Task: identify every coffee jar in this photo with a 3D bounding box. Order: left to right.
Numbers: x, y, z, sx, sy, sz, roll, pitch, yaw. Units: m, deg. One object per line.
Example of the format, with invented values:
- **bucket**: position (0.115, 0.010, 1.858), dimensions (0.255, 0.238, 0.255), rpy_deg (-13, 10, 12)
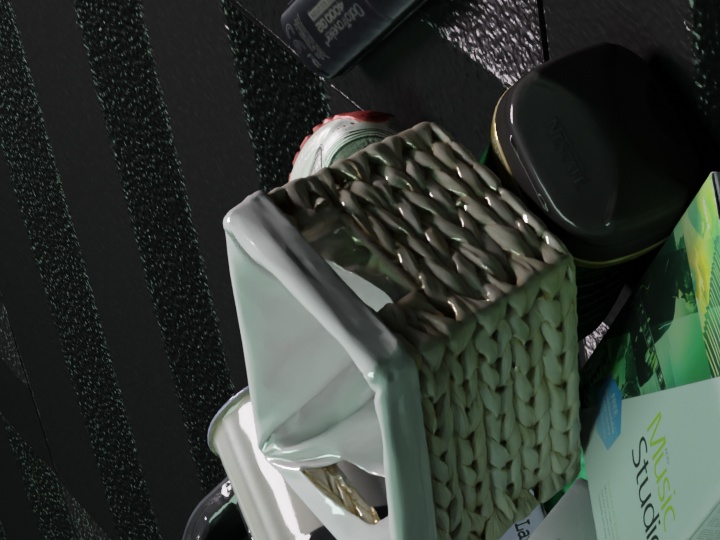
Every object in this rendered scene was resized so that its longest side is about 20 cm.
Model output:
- **coffee jar**: position (0.101, -0.033, 1.451), dimensions (0.104, 0.085, 0.200), rpy_deg (63, 162, 12)

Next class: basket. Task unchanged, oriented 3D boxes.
- **basket**: position (0.025, 0.043, 1.430), dimensions (0.136, 0.123, 0.200), rpy_deg (46, 156, 33)

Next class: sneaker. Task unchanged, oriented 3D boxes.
- **sneaker**: position (0.000, 0.000, 1.695), dimensions (0.082, 0.078, 0.200), rpy_deg (-118, 29, -58)

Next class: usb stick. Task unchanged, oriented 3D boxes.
- **usb stick**: position (-0.001, -0.152, 1.616), dimensions (0.055, 0.033, 0.200), rpy_deg (53, 161, -1)

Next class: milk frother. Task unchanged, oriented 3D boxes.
- **milk frother**: position (-0.052, 0.161, 1.755), dimensions (0.200, 0.180, 0.188), rpy_deg (44, -161, -58)

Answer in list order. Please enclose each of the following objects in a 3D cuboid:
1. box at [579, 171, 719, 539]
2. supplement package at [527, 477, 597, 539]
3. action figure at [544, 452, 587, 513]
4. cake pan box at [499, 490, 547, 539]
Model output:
- **box**: position (0.157, 0.066, 1.383), dimensions (0.200, 0.036, 0.145), rpy_deg (119, 150, -53)
- **supplement package**: position (0.157, 0.220, 1.537), dimensions (0.109, 0.114, 0.200), rpy_deg (32, 169, 42)
- **action figure**: position (0.149, 0.125, 1.609), dimensions (0.118, 0.055, 0.200), rpy_deg (59, 165, 8)
- **cake pan box**: position (0.072, 0.132, 1.747), dimensions (0.184, 0.052, 0.200), rpy_deg (-124, 14, -61)
